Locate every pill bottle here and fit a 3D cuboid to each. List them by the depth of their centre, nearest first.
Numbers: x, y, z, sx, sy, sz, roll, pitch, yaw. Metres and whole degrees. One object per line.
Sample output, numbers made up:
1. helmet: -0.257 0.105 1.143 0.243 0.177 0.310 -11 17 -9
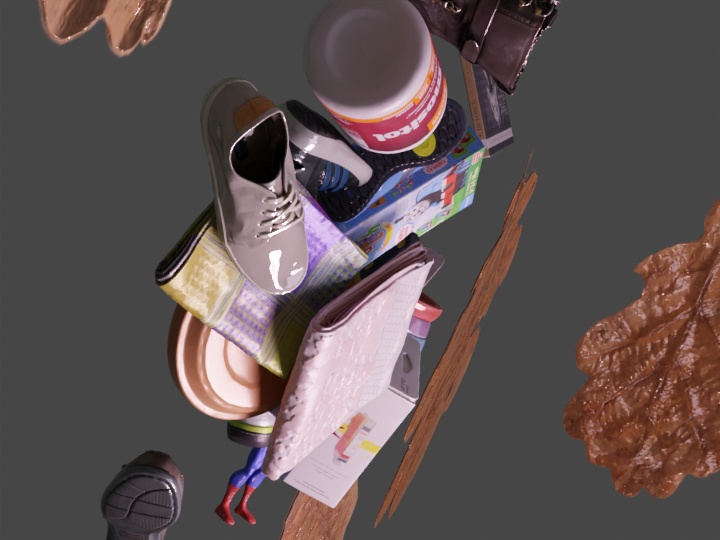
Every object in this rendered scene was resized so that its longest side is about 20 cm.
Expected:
1. pill bottle: 0.020 -0.172 1.118 0.114 0.112 0.200 -63 168 -1

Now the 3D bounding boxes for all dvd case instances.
1. dvd case: 0.142 -0.240 1.447 0.149 0.016 0.203 -33 112 -69

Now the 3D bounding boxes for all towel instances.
1. towel: -0.078 -0.003 1.044 0.144 0.023 0.200 -52 139 -8
2. towel: -0.011 0.087 1.176 0.190 0.032 0.202 -34 151 -46

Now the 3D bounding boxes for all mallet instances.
1. mallet: 0.000 0.000 1.359 0.200 0.041 0.067 -40 -146 39

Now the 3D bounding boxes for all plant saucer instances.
1. plant saucer: -0.083 0.049 1.117 0.198 0.032 0.203 -23 130 -31

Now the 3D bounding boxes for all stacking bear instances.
1. stacking bear: 0.022 0.114 1.743 0.202 0.113 0.121 -60 168 8

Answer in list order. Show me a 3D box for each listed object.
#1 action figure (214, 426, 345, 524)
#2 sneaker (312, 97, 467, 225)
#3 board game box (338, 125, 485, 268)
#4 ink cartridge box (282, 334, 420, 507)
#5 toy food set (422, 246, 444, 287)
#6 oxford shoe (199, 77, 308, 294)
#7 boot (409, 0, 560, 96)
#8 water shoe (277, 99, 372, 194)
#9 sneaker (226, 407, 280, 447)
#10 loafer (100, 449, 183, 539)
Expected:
1. action figure: -0.095 0.226 1.491 0.065 0.098 0.203 12 103 -55
2. sneaker: 0.020 -0.115 1.263 0.199 0.066 0.078 -36 -169 -17
3. board game box: 0.047 -0.071 1.410 0.198 0.037 0.152 -31 162 -12
4. ink cartridge box: -0.012 0.177 1.575 0.201 0.083 0.146 -54 -165 26
5. toy food set: 0.020 0.069 1.382 0.144 0.060 0.200 -47 175 -30
6. oxford shoe: -0.074 -0.055 0.955 0.075 0.057 0.202 -37 136 -27
7. boot: 0.102 -0.271 1.108 0.069 0.172 0.201 -52 164 -38
8. water shoe: -0.052 -0.099 1.114 0.079 0.072 0.200 -46 163 7
9. sneaker: -0.093 0.135 1.376 0.200 0.071 0.084 -42 142 -76
10. loafer: -0.201 0.212 1.136 0.201 0.071 0.064 112 -8 -49
